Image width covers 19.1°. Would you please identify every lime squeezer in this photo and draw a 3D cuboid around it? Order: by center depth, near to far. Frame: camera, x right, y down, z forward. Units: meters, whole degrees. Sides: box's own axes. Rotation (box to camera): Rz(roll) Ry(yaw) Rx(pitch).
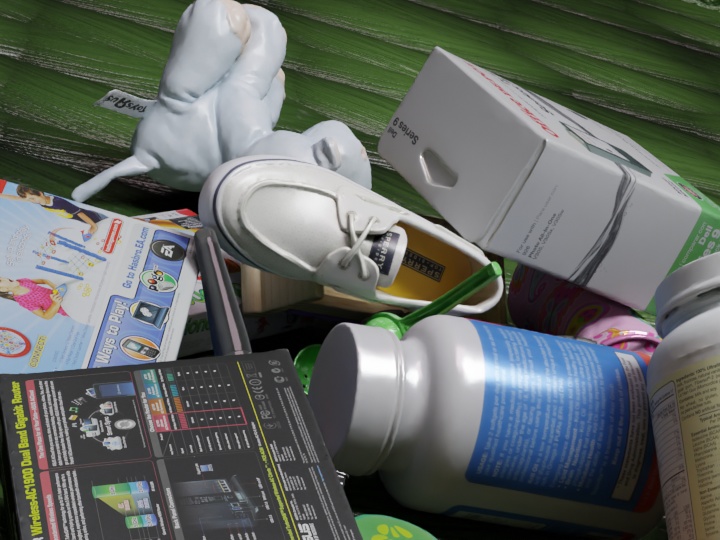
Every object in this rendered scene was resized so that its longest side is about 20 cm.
[{"bbox_3d":[-0.006,0.044,1.263,0.071,0.199,0.038,61,6,-57],"label":"lime squeezer"}]

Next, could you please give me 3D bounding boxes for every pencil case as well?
[{"bbox_3d":[0.159,0.044,1.467,0.087,0.088,0.200,13,17,-13],"label":"pencil case"}]

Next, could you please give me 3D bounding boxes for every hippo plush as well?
[{"bbox_3d":[-0.072,-0.101,1.551,0.160,0.161,0.199,26,19,26],"label":"hippo plush"}]

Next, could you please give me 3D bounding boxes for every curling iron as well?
[{"bbox_3d":[-0.058,0.060,1.186,0.049,0.026,0.201,-5,54,-30],"label":"curling iron"}]

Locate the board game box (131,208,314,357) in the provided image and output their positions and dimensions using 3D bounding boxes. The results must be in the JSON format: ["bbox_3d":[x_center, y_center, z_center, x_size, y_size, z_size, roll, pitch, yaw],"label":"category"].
[{"bbox_3d":[-0.130,0.009,1.376,0.126,0.035,0.199,29,21,26],"label":"board game box"}]

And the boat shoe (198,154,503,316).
[{"bbox_3d":[0.000,-0.015,1.271,0.199,0.071,0.070,23,-5,-31],"label":"boat shoe"}]

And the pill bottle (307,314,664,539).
[{"bbox_3d":[0.075,0.086,1.219,0.198,0.113,0.112,12,19,-20],"label":"pill bottle"}]

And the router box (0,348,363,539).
[{"bbox_3d":[-0.087,0.114,0.990,0.148,0.063,0.200,-4,27,-12],"label":"router box"}]

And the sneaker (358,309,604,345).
[{"bbox_3d":[0.087,0.084,1.325,0.198,0.077,0.091,7,25,-4],"label":"sneaker"}]

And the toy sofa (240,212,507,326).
[{"bbox_3d":[0.000,0.000,1.404,0.097,0.084,0.199,-15,-18,40],"label":"toy sofa"}]

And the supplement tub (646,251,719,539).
[{"bbox_3d":[0.229,0.099,1.138,0.143,0.202,0.145,-4,-21,-2],"label":"supplement tub"}]

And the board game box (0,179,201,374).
[{"bbox_3d":[-0.195,0.026,1.176,0.194,0.056,0.201,16,29,-4],"label":"board game box"}]

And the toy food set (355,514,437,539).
[{"bbox_3d":[0.061,0.188,1.016,0.196,0.049,0.200,15,19,-7],"label":"toy food set"}]

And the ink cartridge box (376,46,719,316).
[{"bbox_3d":[0.130,-0.054,1.405,0.199,0.084,0.146,20,17,-40],"label":"ink cartridge box"}]
